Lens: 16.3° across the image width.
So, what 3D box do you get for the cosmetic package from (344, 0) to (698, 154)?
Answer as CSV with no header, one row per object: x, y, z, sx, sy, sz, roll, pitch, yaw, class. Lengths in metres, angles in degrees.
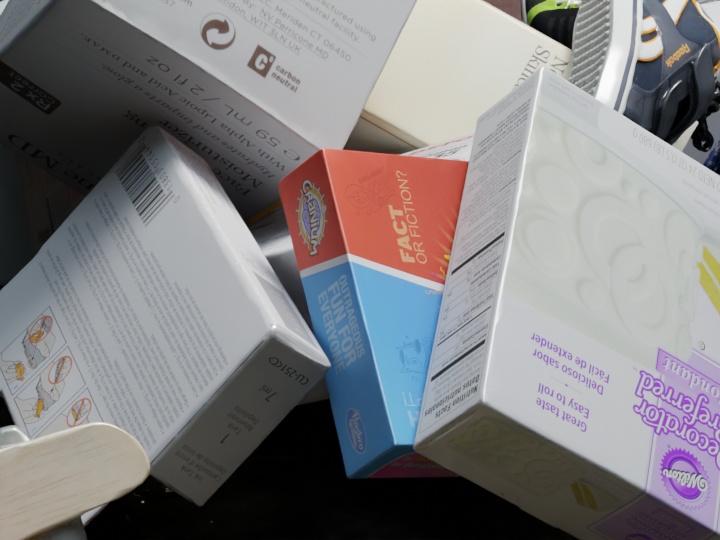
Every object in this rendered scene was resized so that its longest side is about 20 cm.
0.079,-0.083,1.443,0.200,0.073,0.104,28,68,3,cosmetic package

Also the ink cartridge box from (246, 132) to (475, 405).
0.000,0.000,1.322,0.146,0.083,0.200,-15,11,36,ink cartridge box

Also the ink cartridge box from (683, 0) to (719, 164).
0.218,-0.139,1.709,0.145,0.084,0.200,-9,25,-20,ink cartridge box

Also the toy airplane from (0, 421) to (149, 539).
-0.203,0.127,1.006,0.200,0.141,0.199,15,56,1,toy airplane

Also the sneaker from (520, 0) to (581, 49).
0.158,-0.145,1.552,0.072,0.083,0.200,-11,40,-15,sneaker

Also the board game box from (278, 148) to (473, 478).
0.067,0.023,1.203,0.200,0.153,0.040,3,-27,-37,board game box

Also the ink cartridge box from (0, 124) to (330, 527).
-0.118,0.046,1.212,0.045,0.176,0.200,37,12,-36,ink cartridge box

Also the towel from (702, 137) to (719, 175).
0.270,-0.122,1.533,0.024,0.200,0.145,36,23,12,towel

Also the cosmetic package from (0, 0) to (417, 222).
-0.088,-0.135,1.339,0.165,0.200,0.165,33,63,-15,cosmetic package

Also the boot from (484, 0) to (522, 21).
0.113,-0.143,1.648,0.200,0.072,0.166,4,56,24,boot

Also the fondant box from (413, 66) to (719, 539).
0.111,0.023,1.168,0.144,0.058,0.200,29,51,-21,fondant box

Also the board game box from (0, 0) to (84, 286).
-0.176,-0.093,1.508,0.064,0.148,0.200,2,21,28,board game box

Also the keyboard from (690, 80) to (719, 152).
0.233,-0.124,1.490,0.021,0.127,0.200,38,-6,14,keyboard

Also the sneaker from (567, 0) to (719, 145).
0.152,-0.098,1.359,0.079,0.078,0.200,28,43,-9,sneaker

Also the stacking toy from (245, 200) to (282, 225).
-0.072,-0.055,1.485,0.146,0.146,0.200,10,40,20,stacking toy
